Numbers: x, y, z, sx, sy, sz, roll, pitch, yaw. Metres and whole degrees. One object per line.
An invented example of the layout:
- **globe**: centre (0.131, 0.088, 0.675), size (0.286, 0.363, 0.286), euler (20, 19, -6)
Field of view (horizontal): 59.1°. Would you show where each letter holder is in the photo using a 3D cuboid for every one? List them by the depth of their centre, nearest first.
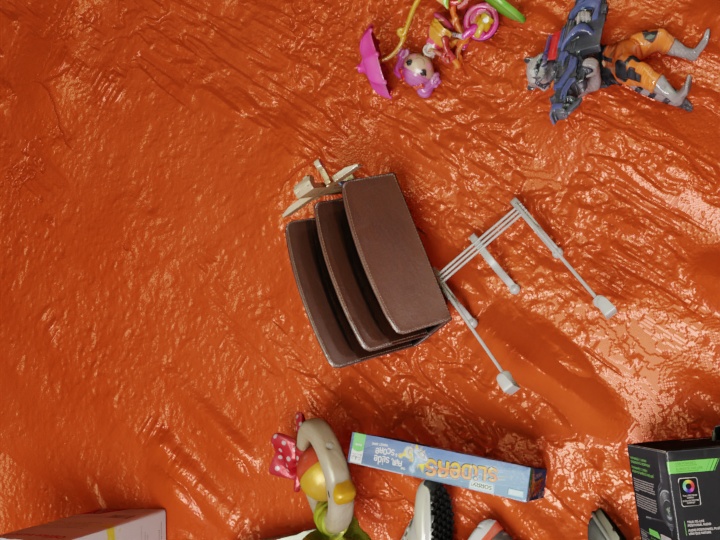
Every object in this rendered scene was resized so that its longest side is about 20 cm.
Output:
- **letter holder**: centre (0.000, 0.000, 0.782), size (0.101, 0.140, 0.203), euler (-49, 57, 59)

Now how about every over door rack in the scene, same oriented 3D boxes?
- **over door rack**: centre (0.184, 0.030, 0.741), size (0.147, 0.066, 0.201), euler (-41, 47, 14)

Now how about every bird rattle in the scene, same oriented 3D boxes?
- **bird rattle**: centre (-0.043, 0.247, 0.763), size (0.165, 0.111, 0.202), euler (106, 155, -43)

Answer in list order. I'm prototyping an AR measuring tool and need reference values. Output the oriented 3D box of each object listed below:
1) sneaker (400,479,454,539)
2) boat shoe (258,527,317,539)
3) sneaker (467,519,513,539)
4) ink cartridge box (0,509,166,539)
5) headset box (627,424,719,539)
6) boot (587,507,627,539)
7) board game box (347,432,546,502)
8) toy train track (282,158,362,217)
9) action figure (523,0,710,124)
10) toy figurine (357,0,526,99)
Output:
- **sneaker**: centre (0.056, 0.344, 0.750), size (0.092, 0.070, 0.204), euler (2, 94, 29)
- **boat shoe**: centre (-0.097, 0.377, 0.824), size (0.197, 0.072, 0.069), euler (-16, 71, 20)
- **sneaker**: centre (0.118, 0.350, 0.667), size (0.081, 0.199, 0.078), euler (29, 135, 30)
- **ink cartridge box**: centre (-0.392, 0.395, 0.887), size (0.143, 0.199, 0.085), euler (-8, 78, 23)
- **headset box**: centre (0.360, 0.246, 0.590), size (0.171, 0.093, 0.204), euler (-4, 79, 1)
- **boot**: centre (0.217, 0.376, 0.672), size (0.198, 0.072, 0.184), euler (-29, 70, 15)
- **board game box**: centre (0.101, 0.221, 0.720), size (0.197, 0.135, 0.035), euler (5, 75, 26)
- **toy train track**: centre (-0.042, -0.114, 0.804), size (0.114, 0.200, 0.033), euler (-32, 89, 18)
- **action figure**: centre (0.278, -0.217, 0.729), size (0.191, 0.105, 0.202), euler (14, 63, 31)
- **toy figurine**: centre (0.084, -0.308, 0.838), size (0.199, 0.150, 0.185), euler (36, 112, 1)
